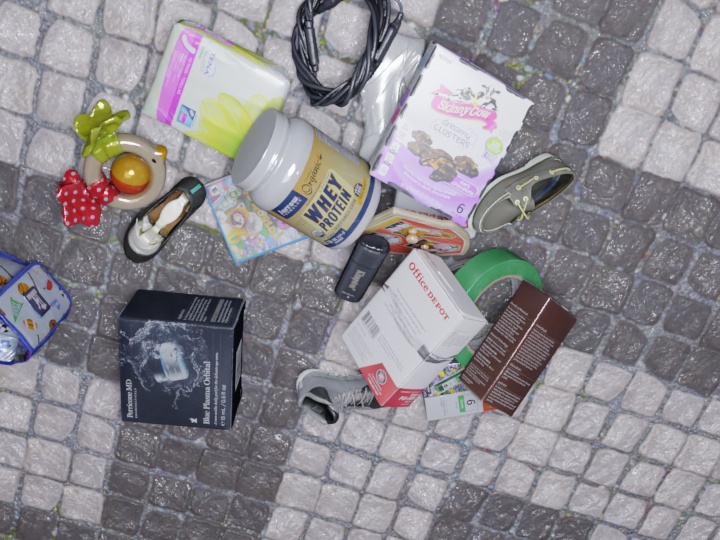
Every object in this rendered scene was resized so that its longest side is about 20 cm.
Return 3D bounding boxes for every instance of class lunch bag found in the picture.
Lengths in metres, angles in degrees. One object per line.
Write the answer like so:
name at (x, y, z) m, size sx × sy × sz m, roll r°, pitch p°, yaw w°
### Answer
lunch bag at (-0.593, 0.056, 1.125) m, size 0.196 × 0.171 × 0.126 m, roll 25°, pitch 114°, yaw -9°

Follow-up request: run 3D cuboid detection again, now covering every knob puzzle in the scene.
knob puzzle at (0.089, -0.042, 1.099) m, size 0.212 × 0.220 × 0.031 m, roll 6°, pitch 76°, yaw -3°

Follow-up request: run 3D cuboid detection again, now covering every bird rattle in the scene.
bird rattle at (-0.391, -0.151, 1.090) m, size 0.159 × 0.113 × 0.205 m, roll 11°, pitch 115°, yaw -23°

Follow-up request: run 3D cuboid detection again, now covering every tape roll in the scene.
tape roll at (0.217, 0.067, 1.157) m, size 0.196 × 0.048 × 0.206 m, roll -16°, pitch 123°, yaw -26°

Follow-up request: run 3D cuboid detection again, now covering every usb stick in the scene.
usb stick at (0.000, 0.000, 1.122) m, size 0.054 × 0.034 × 0.201 m, roll 12°, pitch 152°, yaw -9°

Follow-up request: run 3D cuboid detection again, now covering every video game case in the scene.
video game case at (-0.146, -0.109, 1.148) m, size 0.195 × 0.018 × 0.147 m, roll -19°, pitch 109°, yaw 6°

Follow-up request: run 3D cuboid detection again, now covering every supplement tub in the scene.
supplement tub at (-0.081, -0.136, 1.033) m, size 0.197 × 0.145 × 0.146 m, roll 28°, pitch 109°, yaw -30°

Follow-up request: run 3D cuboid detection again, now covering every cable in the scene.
cable at (-0.036, -0.341, 1.017) m, size 0.162 × 0.051 × 0.203 m, roll 36°, pitch 108°, yaw 15°

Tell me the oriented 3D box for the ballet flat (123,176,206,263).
ballet flat at (-0.331, -0.078, 1.122) m, size 0.068 × 0.069 × 0.199 m, roll 43°, pitch 110°, yaw -11°

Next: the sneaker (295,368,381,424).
sneaker at (-0.022, 0.238, 1.230) m, size 0.193 × 0.116 × 0.077 m, roll 4°, pitch 112°, yaw -2°

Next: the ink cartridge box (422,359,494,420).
ink cartridge box at (0.207, 0.200, 1.254) m, size 0.193 × 0.051 × 0.112 m, roll -9°, pitch 111°, yaw 4°

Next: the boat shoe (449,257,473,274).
boat shoe at (0.141, 0.061, 1.177) m, size 0.198 × 0.093 × 0.075 m, roll -37°, pitch 108°, yaw 13°

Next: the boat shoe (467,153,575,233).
boat shoe at (0.254, -0.116, 1.081) m, size 0.199 × 0.060 × 0.073 m, roll -34°, pitch 134°, yaw -20°

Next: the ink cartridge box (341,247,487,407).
ink cartridge box at (0.081, 0.092, 1.082) m, size 0.082 × 0.148 × 0.201 m, roll 13°, pitch 125°, yaw -48°

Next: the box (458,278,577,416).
box at (0.260, 0.129, 1.142) m, size 0.099 × 0.075 × 0.202 m, roll 29°, pitch 98°, yaw -40°

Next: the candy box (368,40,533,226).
candy box at (0.127, -0.197, 1.000) m, size 0.164 × 0.072 × 0.203 m, roll 26°, pitch 108°, yaw -10°

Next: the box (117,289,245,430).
box at (-0.306, 0.155, 1.195) m, size 0.193 × 0.118 × 0.203 m, roll 5°, pitch 111°, yaw -1°

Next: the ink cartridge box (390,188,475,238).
ink cartridge box at (0.133, -0.168, 1.094) m, size 0.140 × 0.085 × 0.206 m, roll 10°, pitch 109°, yaw -4°

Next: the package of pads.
package of pads at (-0.216, -0.274, 1.058) m, size 0.196 × 0.069 × 0.157 m, roll 26°, pitch 110°, yaw -11°

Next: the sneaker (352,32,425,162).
sneaker at (0.026, -0.272, 1.067) m, size 0.097 × 0.078 × 0.205 m, roll 21°, pitch 102°, yaw -1°
